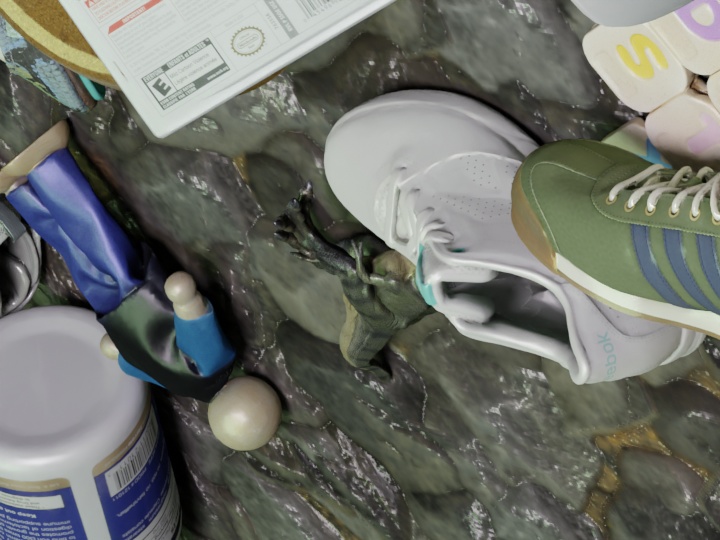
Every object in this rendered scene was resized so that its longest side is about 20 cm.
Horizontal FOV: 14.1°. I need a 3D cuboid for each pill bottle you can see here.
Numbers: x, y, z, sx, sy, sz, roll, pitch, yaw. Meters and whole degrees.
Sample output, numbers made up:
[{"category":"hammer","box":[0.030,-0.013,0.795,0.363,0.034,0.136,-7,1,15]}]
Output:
[{"category":"pill bottle","box":[-0.164,0.123,1.664,0.115,0.116,0.201,31,150,28]}]

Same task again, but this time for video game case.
[{"category":"video game case","box":[-0.083,-0.168,1.186,0.143,0.018,0.200,-28,107,24]}]

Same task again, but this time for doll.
[{"category":"doll","box":[-0.114,0.015,1.526,0.200,0.048,0.136,51,154,-7]}]

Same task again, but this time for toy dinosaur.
[{"category":"toy dinosaur","box":[0.000,0.000,1.350,0.088,0.048,0.200,39,156,1]}]

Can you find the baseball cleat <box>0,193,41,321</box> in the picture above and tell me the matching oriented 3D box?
[{"category":"baseball cleat","box":[-0.243,-0.004,1.661,0.107,0.070,0.200,51,153,-1]}]

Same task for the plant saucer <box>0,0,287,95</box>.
[{"category":"plant saucer","box":[-0.111,-0.149,1.259,0.199,0.035,0.201,19,135,20]}]

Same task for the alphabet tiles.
[{"category":"alphabet tiles","box":[0.168,-0.027,1.104,0.200,0.015,0.195,50,153,-5]}]

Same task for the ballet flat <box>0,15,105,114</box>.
[{"category":"ballet flat","box":[-0.182,-0.156,1.367,0.074,0.074,0.201,15,133,46]}]

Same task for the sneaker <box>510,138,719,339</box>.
[{"category":"sneaker","box":[0.144,-0.016,1.075,0.200,0.067,0.090,32,142,27]}]

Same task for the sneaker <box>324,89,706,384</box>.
[{"category":"sneaker","box":[0.045,-0.012,1.201,0.199,0.088,0.076,29,130,36]}]

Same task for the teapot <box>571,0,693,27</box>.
[{"category":"teapot","box":[0.080,-0.186,0.886,0.198,0.146,0.200,58,-168,23]}]
